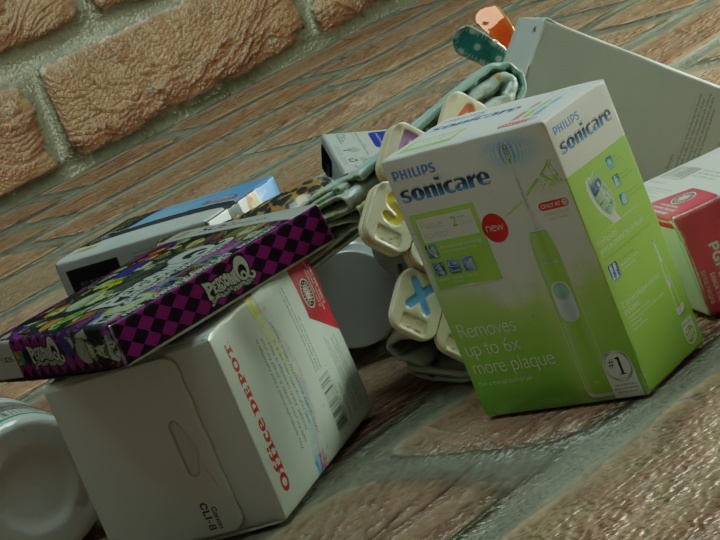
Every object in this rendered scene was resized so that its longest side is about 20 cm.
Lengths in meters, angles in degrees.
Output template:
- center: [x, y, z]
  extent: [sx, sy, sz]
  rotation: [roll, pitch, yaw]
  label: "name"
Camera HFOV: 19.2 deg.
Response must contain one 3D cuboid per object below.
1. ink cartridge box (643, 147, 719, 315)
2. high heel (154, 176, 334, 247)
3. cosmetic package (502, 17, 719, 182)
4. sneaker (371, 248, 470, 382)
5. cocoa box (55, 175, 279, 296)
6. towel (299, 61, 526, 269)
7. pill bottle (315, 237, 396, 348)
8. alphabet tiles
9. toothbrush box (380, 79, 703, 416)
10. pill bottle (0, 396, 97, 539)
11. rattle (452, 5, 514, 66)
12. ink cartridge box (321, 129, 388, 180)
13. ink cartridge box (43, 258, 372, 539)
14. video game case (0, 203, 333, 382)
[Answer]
- center: [0.304, -0.051, 1.578]
  extent: [0.199, 0.085, 0.146]
  rotation: [-26, 12, -9]
  label: "ink cartridge box"
- center: [-0.098, -0.034, 1.815]
  extent: [0.143, 0.071, 0.200]
  rotation: [-53, 33, -7]
  label: "high heel"
- center: [0.215, -0.132, 1.798]
  extent: [0.199, 0.108, 0.085]
  rotation: [21, 4, -13]
  label: "cosmetic package"
- center: [0.050, 0.019, 1.656]
  extent: [0.115, 0.074, 0.200]
  rotation: [-32, 38, -29]
  label: "sneaker"
- center: [-0.167, 0.008, 2.073]
  extent: [0.199, 0.134, 0.131]
  rotation: [-15, 14, 34]
  label: "cocoa box"
- center: [0.024, -0.074, 1.637]
  extent: [0.200, 0.048, 0.171]
  rotation: [-37, 1, -34]
  label: "towel"
- center: [0.000, 0.000, 1.850]
  extent: [0.112, 0.113, 0.200]
  rotation: [-21, 12, 9]
  label: "pill bottle"
- center: [0.092, -0.025, 1.555]
  extent: [0.015, 0.200, 0.196]
  rotation: [-25, 43, 56]
  label: "alphabet tiles"
- center: [0.125, -0.012, 1.454]
  extent: [0.145, 0.201, 0.086]
  rotation: [-11, 16, 42]
  label: "toothbrush box"
- center: [-0.280, 0.158, 1.664]
  extent: [0.113, 0.113, 0.200]
  rotation: [-27, 12, -20]
  label: "pill bottle"
- center: [0.178, -0.159, 1.990]
  extent: [0.130, 0.201, 0.143]
  rotation: [-13, 4, -23]
  label: "rattle"
- center: [0.071, -0.097, 1.881]
  extent: [0.199, 0.039, 0.100]
  rotation: [-7, 25, -10]
  label: "ink cartridge box"
- center: [-0.107, 0.094, 1.544]
  extent: [0.144, 0.146, 0.200]
  rotation: [-18, 12, 23]
  label: "ink cartridge box"
- center: [-0.145, 0.017, 1.511]
  extent: [0.200, 0.036, 0.181]
  rotation: [-32, 13, -36]
  label: "video game case"
